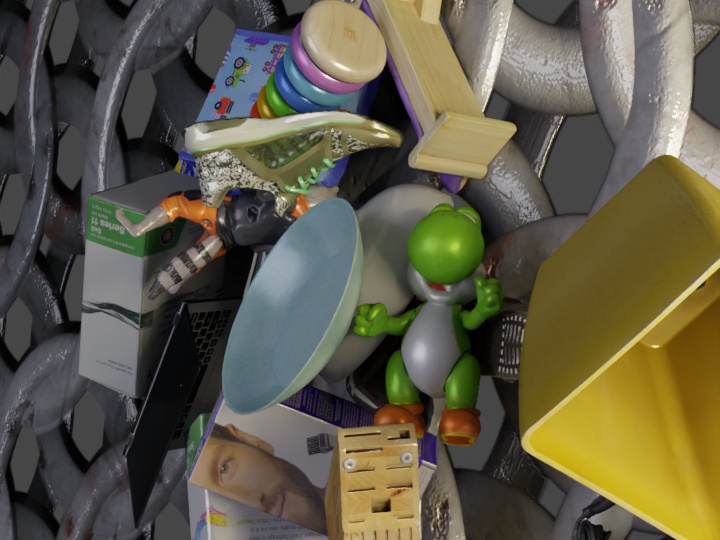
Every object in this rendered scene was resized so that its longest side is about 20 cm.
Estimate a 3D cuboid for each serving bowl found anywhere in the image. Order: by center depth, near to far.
[{"bbox_3d":[0.000,0.000,1.556,0.200,0.066,0.200,-55,11,15],"label":"serving bowl"}]

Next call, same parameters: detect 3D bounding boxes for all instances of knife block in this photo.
[{"bbox_3d":[0.004,0.197,1.450,0.176,0.064,0.201,-120,26,-71],"label":"knife block"}]

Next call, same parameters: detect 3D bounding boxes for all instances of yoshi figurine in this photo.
[{"bbox_3d":[0.061,0.035,1.406,0.112,0.112,0.201,-17,63,58],"label":"yoshi figurine"}]

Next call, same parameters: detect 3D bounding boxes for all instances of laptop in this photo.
[{"bbox_3d":[-0.157,0.137,1.748,0.116,0.200,0.188,38,115,32],"label":"laptop"}]

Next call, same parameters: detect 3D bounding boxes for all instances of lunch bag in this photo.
[{"bbox_3d":[-0.059,-0.147,1.719,0.200,0.094,0.151,11,72,43],"label":"lunch bag"}]

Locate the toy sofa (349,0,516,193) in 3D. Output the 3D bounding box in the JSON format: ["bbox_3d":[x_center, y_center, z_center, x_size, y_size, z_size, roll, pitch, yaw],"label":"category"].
[{"bbox_3d":[0.053,-0.171,1.582,0.098,0.083,0.200,-49,48,36],"label":"toy sofa"}]

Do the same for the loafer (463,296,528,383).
[{"bbox_3d":[0.127,0.061,1.459,0.200,0.068,0.076,-160,81,-70],"label":"loafer"}]

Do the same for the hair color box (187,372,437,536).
[{"bbox_3d":[-0.042,0.169,1.556,0.065,0.199,0.110,-80,14,-67],"label":"hair color box"}]

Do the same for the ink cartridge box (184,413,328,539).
[{"bbox_3d":[-0.083,0.238,1.634,0.088,0.145,0.201,133,133,-64],"label":"ink cartridge box"}]

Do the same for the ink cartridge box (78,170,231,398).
[{"bbox_3d":[-0.213,0.012,1.800,0.083,0.146,0.201,17,111,28],"label":"ink cartridge box"}]

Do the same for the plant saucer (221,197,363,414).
[{"bbox_3d":[-0.048,0.036,1.463,0.201,0.039,0.201,-45,28,32],"label":"plant saucer"}]

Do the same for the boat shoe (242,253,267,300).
[{"bbox_3d":[-0.071,0.014,1.731,0.062,0.073,0.201,-19,63,54],"label":"boat shoe"}]

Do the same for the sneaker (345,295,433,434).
[{"bbox_3d":[0.039,0.059,1.536,0.116,0.075,0.200,-63,17,12],"label":"sneaker"}]

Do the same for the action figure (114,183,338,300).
[{"bbox_3d":[-0.104,-0.026,1.617,0.193,0.200,0.105,-20,40,7],"label":"action figure"}]

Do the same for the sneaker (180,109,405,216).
[{"bbox_3d":[-0.057,-0.093,1.533,0.199,0.077,0.089,-4,90,11],"label":"sneaker"}]

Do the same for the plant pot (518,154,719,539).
[{"bbox_3d":[0.229,0.042,1.204,0.200,0.200,0.177,-45,30,24],"label":"plant pot"}]

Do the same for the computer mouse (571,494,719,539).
[{"bbox_3d":[0.235,0.210,1.308,0.200,0.046,0.141,-45,40,42],"label":"computer mouse"}]

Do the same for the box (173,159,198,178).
[{"bbox_3d":[-0.172,-0.074,1.890,0.200,0.064,0.070,-60,41,29],"label":"box"}]

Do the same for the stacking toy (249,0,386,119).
[{"bbox_3d":[-0.060,-0.160,1.601,0.200,0.085,0.086,-43,51,46],"label":"stacking toy"}]
